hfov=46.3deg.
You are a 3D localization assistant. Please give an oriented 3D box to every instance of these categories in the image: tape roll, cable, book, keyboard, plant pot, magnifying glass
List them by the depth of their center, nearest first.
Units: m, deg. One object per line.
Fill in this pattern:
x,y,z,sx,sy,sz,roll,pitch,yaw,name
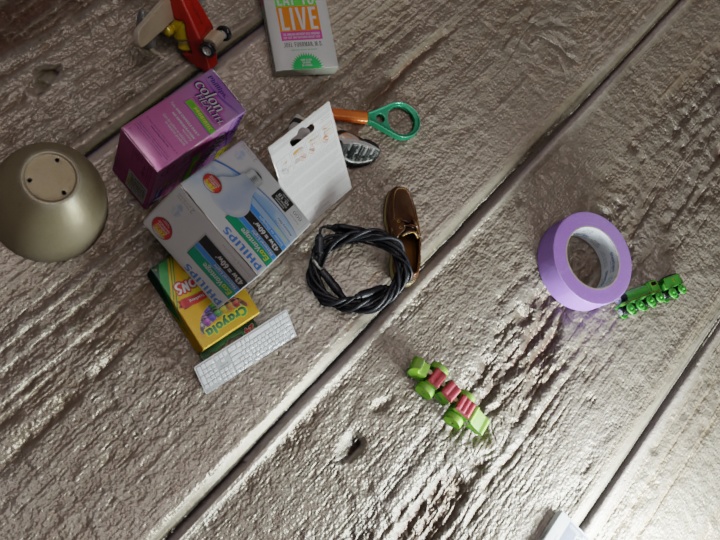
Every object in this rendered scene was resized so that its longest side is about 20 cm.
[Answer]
-0.512,-0.128,1.388,0.197,0.134,0.204,6,73,-20,plant pot
-0.201,0.142,1.488,0.199,0.011,0.057,-33,122,-27,keyboard
0.000,0.000,1.576,0.197,0.051,0.166,13,77,-2,cable
-0.129,-0.494,1.704,0.131,0.048,0.203,-8,79,-20,book
0.032,-0.311,1.724,0.197,0.022,0.081,1,74,-21,magnifying glass
0.477,-0.019,1.794,0.197,0.066,0.204,6,72,-20,tape roll

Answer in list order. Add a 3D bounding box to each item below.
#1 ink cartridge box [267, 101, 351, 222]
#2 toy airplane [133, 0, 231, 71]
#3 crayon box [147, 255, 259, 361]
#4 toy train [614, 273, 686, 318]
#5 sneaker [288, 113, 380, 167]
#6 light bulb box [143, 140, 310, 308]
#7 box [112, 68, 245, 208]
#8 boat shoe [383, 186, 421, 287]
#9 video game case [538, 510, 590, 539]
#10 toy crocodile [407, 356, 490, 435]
-0.101,-0.191,1.553,0.161,0.050,0.202,-42,136,-27,ink cartridge box
-0.345,-0.484,1.557,0.199,0.139,0.203,4,84,-55,toy airplane
-0.266,0.054,1.480,0.126,0.051,0.201,-34,89,-27,crayon box
0.635,0.053,1.852,0.197,0.042,0.057,-16,71,-25,toy train
-0.050,-0.259,1.649,0.197,0.074,0.081,10,55,-26,sneaker
-0.224,-0.082,1.445,0.199,0.124,0.200,49,37,-8,light bulb box
-0.319,-0.227,1.471,0.097,0.176,0.200,48,63,-2,box
0.091,-0.072,1.651,0.071,0.068,0.204,3,74,-21,boat shoe
0.402,0.597,1.605,0.200,0.023,0.182,45,64,-4,video game case
0.168,0.235,1.595,0.200,0.062,0.068,45,64,-5,toy crocodile
